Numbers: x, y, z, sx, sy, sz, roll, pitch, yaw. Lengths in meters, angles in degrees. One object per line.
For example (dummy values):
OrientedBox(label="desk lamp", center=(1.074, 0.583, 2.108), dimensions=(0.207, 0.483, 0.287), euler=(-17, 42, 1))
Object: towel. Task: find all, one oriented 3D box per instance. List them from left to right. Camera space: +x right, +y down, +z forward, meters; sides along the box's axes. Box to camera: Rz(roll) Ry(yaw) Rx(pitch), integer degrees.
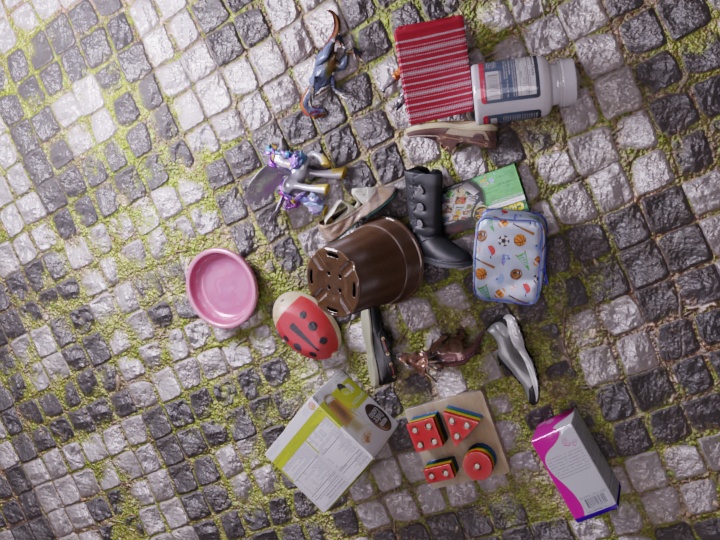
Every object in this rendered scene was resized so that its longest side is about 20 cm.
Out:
OrientedBox(label="towel", center=(0.150, -0.405, 1.598), dimensions=(0.143, 0.023, 0.202), euler=(-12, 120, 0))

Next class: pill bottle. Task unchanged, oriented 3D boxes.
OrientedBox(label="pill bottle", center=(0.322, -0.360, 1.563), dimensions=(0.197, 0.120, 0.121), euler=(-5, 100, 9))

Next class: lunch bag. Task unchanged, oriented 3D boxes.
OrientedBox(label="lunch bag", center=(0.318, -0.025, 1.662), dimensions=(0.158, 0.076, 0.203), euler=(5, 111, 14))

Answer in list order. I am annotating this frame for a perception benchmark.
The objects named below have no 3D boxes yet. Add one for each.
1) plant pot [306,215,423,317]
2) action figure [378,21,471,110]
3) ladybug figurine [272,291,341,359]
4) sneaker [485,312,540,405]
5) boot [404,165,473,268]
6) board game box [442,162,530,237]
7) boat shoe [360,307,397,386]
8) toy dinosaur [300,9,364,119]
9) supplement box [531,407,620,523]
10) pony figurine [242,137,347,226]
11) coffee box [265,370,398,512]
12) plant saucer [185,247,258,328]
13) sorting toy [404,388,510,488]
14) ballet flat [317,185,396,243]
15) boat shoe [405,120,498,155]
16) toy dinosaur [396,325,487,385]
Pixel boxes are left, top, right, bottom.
OrientedBox(label="plant pot", center=(0.000, 0.000, 1.703), dimensions=(0.199, 0.197, 0.203), euler=(15, 113, 37))
OrientedBox(label="action figure", center=(0.149, -0.413, 1.637), dimensions=(0.199, 0.104, 0.195), euler=(36, 121, 11))
OrientedBox(label="ladybug figurine", center=(-0.132, 0.137, 1.881), dimensions=(0.199, 0.072, 0.136), euler=(38, 112, 9))
OrientedBox(label="sneaker", center=(0.335, 0.197, 1.708), dimensions=(0.079, 0.074, 0.202), euler=(-23, 87, 11))
OrientedBox(label="boot", center=(0.168, -0.115, 1.689), dimensions=(0.163, 0.065, 0.203), euler=(12, 110, 36))
OrientedBox(label="board game box", center=(0.255, -0.149, 1.694), dimensions=(0.198, 0.023, 0.106), euler=(-17, 93, 24))
OrientedBox(label="boat shoe", center=(0.041, 0.164, 1.828), dimensions=(0.062, 0.074, 0.204), euler=(-10, 88, -13))
OrientedBox(label="toy dinosaur", center=(-0.075, -0.433, 1.753), dimensions=(0.181, 0.104, 0.202), euler=(-37, 50, 36))
OrientedBox(label="supplement box", center=(0.464, 0.415, 1.694), dimensions=(0.101, 0.103, 0.202), euler=(-29, 91, 25))
OrientedBox(label="pony figurine", center=(-0.156, -0.197, 1.791), dimensions=(0.198, 0.167, 0.195), euler=(21, 76, 19))
OrientedBox(label="coffee box", center=(-0.062, 0.394, 1.841), dimensions=(0.197, 0.199, 0.201), euler=(41, 112, 7))
OrientedBox(label="plant saucer", center=(-0.336, 0.041, 1.952), dimensions=(0.198, 0.051, 0.203), euler=(5, 104, 20))
OrientedBox(label="sorting toy", center=(0.216, 0.396, 1.804), dimensions=(0.197, 0.070, 0.202), euler=(-19, 94, 24))
OrientedBox(label="ballet flat", center=(-0.013, -0.140, 1.751), dimensions=(0.199, 0.068, 0.067), euler=(-38, 113, 5))
OrientedBox(label="boat shoe", center=(0.192, -0.279, 1.666), dimensions=(0.197, 0.072, 0.073), euler=(1, 101, 15))
OrientedBox(label="toy dinosaur", center=(0.193, 0.187, 1.731), dimensions=(0.198, 0.135, 0.087), euler=(-20, 94, 23))
